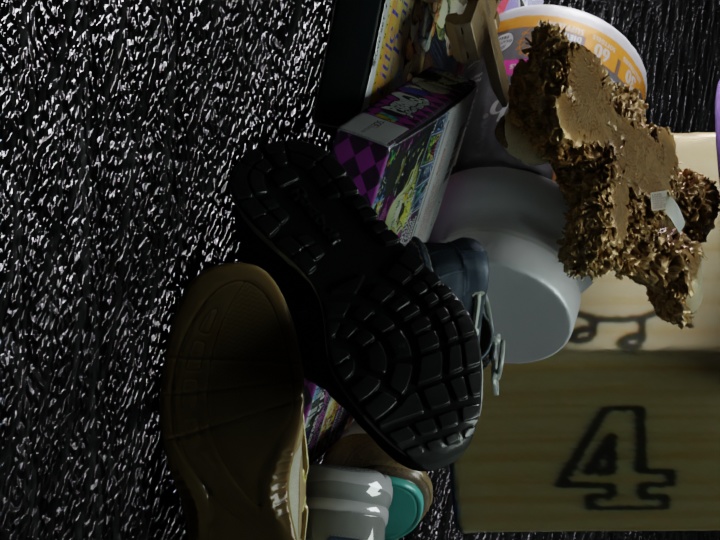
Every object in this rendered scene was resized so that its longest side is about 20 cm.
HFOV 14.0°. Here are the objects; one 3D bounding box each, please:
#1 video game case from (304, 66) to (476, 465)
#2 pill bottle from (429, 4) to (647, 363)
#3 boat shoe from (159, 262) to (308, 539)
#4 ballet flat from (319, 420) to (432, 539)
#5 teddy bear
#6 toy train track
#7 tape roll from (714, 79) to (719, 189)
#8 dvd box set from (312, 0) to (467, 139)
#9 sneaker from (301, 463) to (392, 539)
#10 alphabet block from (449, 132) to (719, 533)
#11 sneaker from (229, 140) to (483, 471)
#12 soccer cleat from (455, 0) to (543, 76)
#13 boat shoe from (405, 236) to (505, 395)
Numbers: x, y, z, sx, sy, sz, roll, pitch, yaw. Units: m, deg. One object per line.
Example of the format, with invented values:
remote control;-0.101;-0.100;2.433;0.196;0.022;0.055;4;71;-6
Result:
video game case;0.000;0.000;1.608;0.181;0.036;0.201;-41;151;-68
pill bottle;0.100;-0.052;1.750;0.117;0.116;0.201;82;19;-50
boat shoe;-0.062;0.088;1.452;0.066;0.073;0.201;-105;-166;-74
ballet flat;0.002;0.126;1.641;0.200;0.067;0.073;108;-3;-60
teddy bear;0.140;-0.050;1.665;0.200;0.066;0.146;28;59;-47
toy train track;0.064;-0.165;1.704;0.200;0.032;0.115;-68;146;-64
tape roll;0.266;-0.024;1.778;0.200;0.065;0.202;-10;90;-74
dvd box set;0.022;-0.135;1.684;0.200;0.029;0.147;32;68;-75
sneaker;-0.026;0.172;1.565;0.200;0.074;0.083;97;0;-65
alphabet block;0.156;0.042;1.901;0.197;0.198;0.196;81;8;-52
sneaker;0.000;0.031;1.449;0.088;0.075;0.200;95;-29;-50
soccer cleat;0.089;-0.170;1.873;0.076;0.066;0.201;32;67;-57
boat shoe;0.046;0.035;1.596;0.200;0.061;0.075;80;-4;-61
